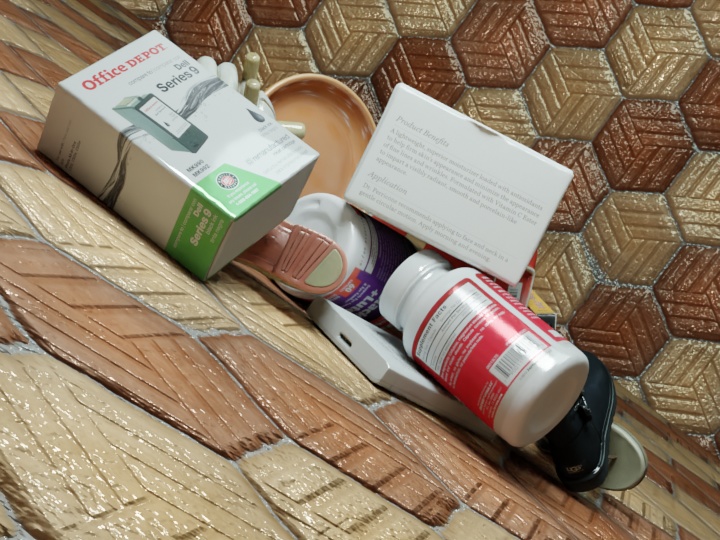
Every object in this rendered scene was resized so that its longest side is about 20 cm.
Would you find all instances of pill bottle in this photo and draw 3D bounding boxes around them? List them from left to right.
[{"bbox_3d":[0.000,0.000,1.507,0.111,0.112,0.200,41,8,36],"label":"pill bottle"},{"bbox_3d":[0.115,0.070,1.379,0.200,0.112,0.112,40,7,28],"label":"pill bottle"}]

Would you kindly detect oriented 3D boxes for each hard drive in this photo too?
[{"bbox_3d":[0.046,0.099,1.420,0.200,0.027,0.132,30,10,-46],"label":"hard drive"}]

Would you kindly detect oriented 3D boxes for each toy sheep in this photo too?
[{"bbox_3d":[-0.153,-0.151,1.404,0.199,0.139,0.138,8,10,-7],"label":"toy sheep"}]

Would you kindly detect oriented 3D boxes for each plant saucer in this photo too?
[{"bbox_3d":[-0.064,-0.126,1.637,0.200,0.201,0.037,32,-15,-34],"label":"plant saucer"}]

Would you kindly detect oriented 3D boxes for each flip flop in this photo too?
[{"bbox_3d":[0.235,0.187,1.622,0.200,0.081,0.058,37,23,14],"label":"flip flop"}]

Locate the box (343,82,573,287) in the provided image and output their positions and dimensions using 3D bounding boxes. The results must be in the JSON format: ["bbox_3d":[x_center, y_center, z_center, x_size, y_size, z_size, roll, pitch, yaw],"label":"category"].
[{"bbox_3d":[0.104,-0.086,1.475,0.198,0.131,0.200,28,4,5],"label":"box"}]

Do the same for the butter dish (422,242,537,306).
[{"bbox_3d":[0.108,0.036,1.682,0.147,0.201,0.199,12,-4,28],"label":"butter dish"}]

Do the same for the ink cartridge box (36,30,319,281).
[{"bbox_3d":[-0.162,-0.106,1.254,0.200,0.084,0.146,37,41,9],"label":"ink cartridge box"}]

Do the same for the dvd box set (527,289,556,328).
[{"bbox_3d":[0.209,0.102,1.794,0.029,0.147,0.200,3,11,-5],"label":"dvd box set"}]

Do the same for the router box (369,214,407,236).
[{"bbox_3d":[0.020,-0.062,1.756,0.049,0.180,0.200,37,7,-9],"label":"router box"}]

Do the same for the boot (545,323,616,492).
[{"bbox_3d":[0.217,0.113,1.514,0.201,0.076,0.169,-79,150,-49],"label":"boot"}]

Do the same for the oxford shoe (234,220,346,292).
[{"bbox_3d":[-0.107,-0.034,1.358,0.200,0.071,0.074,34,-10,2],"label":"oxford shoe"}]
